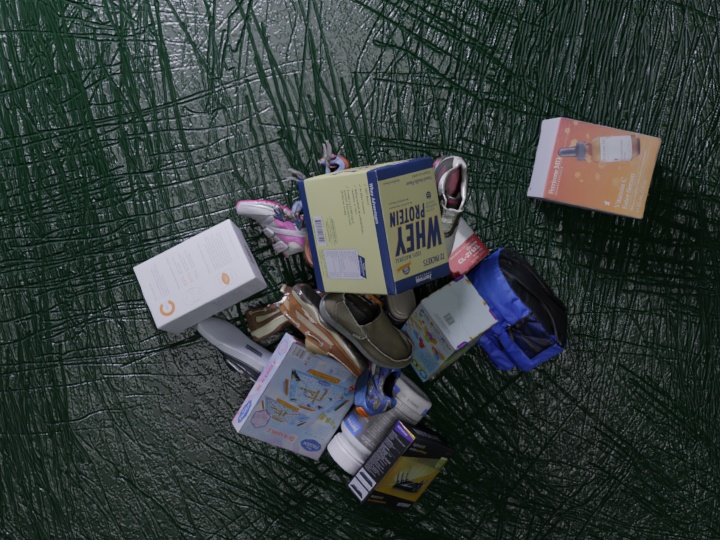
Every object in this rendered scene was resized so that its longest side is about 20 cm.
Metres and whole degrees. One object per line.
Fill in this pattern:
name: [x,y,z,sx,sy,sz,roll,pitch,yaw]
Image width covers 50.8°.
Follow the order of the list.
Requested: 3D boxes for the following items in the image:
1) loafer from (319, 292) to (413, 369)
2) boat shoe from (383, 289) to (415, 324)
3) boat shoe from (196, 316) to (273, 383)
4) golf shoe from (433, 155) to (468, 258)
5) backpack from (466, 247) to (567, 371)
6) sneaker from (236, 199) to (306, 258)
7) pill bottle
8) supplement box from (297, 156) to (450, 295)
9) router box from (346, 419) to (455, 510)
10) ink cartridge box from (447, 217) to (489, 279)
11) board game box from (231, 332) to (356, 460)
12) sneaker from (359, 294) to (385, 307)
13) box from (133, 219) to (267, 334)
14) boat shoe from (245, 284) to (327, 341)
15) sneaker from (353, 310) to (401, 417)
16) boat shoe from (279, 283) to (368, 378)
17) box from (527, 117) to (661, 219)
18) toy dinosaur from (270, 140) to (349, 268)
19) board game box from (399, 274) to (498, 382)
loafer: [0.020,0.103,1.338,0.199,0.076,0.070,35,139,-15]
boat shoe: [0.062,0.007,1.433,0.072,0.063,0.202,1,63,-14]
boat shoe: [-0.234,0.164,1.456,0.199,0.072,0.068,32,116,-5]
golf shoe: [0.137,-0.096,1.287,0.076,0.088,0.202,8,95,-9]
backpack: [0.275,0.075,1.427,0.167,0.163,0.200,-35,101,22]
sneaker: [-0.144,-0.073,1.421,0.198,0.081,0.089,22,94,-5]
pill bottle: [0.034,0.296,1.465,0.114,0.114,0.200,40,93,-8]
supplement box: [0.021,-0.073,1.270,0.133,0.199,0.202,-19,103,-40]
router box: [0.082,0.375,1.446,0.052,0.200,0.158,41,95,35]
ink cartridge box: [0.132,-0.089,1.403,0.083,0.146,0.200,-40,99,0]
board game box: [-0.111,0.244,1.443,0.199,0.041,0.201,30,95,-35]
sneaker: [0.000,0.000,1.426,0.200,0.078,0.078,41,80,-32]
box: [-0.293,0.014,1.398,0.198,0.098,0.125,-26,77,0]
boat shoe: [-0.128,0.060,1.446,0.201,0.075,0.075,-27,90,-1]
sneaker: [0.042,0.172,1.409,0.078,0.075,0.202,-6,72,30]
boat shoe: [-0.068,0.117,1.380,0.074,0.076,0.200,-43,83,15]
box: [0.435,-0.192,1.429,0.198,0.106,0.154,10,97,-5]
toy dinosaur: [-0.078,-0.136,1.393,0.181,0.104,0.202,-34,119,-39]
board game box: [0.150,0.109,1.380,0.102,0.200,0.105,-30,76,-23]
